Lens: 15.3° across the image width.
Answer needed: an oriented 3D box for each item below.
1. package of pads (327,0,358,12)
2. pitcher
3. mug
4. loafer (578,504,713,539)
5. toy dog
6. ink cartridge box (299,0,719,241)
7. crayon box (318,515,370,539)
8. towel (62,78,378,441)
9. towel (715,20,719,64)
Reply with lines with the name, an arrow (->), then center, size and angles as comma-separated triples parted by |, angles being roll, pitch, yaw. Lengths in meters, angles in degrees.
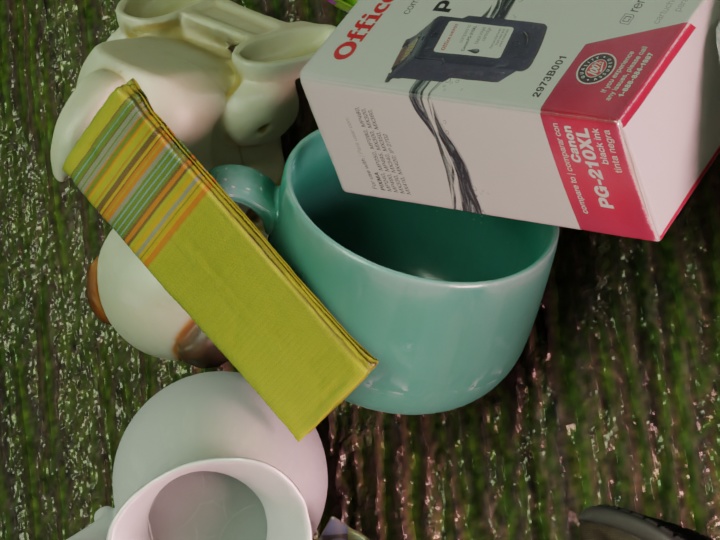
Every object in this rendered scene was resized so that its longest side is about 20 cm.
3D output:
package of pads -> 0.023, -0.247, 1.538 | 0.201, 0.068, 0.155 | -62, 23, 7
pitcher -> -0.104, 0.132, 1.472 | 0.171, 0.200, 0.122 | -15, 99, 4
mug -> 0.010, -0.002, 1.464 | 0.184, 0.152, 0.115 | 30, 129, 22
loafer -> 0.181, 0.183, 1.351 | 0.200, 0.073, 0.071 | 31, 95, 37
toy dog -> -0.097, -0.042, 1.547 | 0.139, 0.194, 0.201 | 17, 122, 24
ink cartridge box -> 0.091, -0.104, 1.369 | 0.199, 0.085, 0.145 | 11, 49, 36
crayon box -> 0.033, 0.236, 1.408 | 0.199, 0.052, 0.126 | 31, 97, 12
towel -> -0.077, -0.005, 1.416 | 0.200, 0.018, 0.086 | 49, 140, 4
towel -> 0.265, -0.064, 1.243 | 0.199, 0.048, 0.172 | -16, 81, 38
